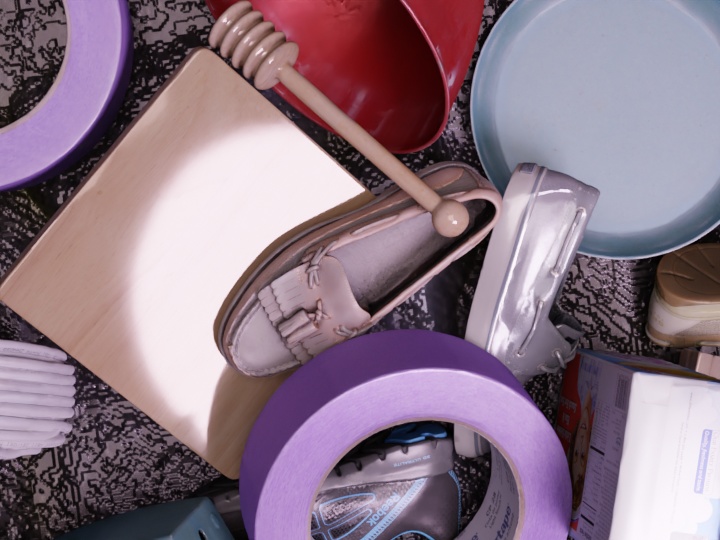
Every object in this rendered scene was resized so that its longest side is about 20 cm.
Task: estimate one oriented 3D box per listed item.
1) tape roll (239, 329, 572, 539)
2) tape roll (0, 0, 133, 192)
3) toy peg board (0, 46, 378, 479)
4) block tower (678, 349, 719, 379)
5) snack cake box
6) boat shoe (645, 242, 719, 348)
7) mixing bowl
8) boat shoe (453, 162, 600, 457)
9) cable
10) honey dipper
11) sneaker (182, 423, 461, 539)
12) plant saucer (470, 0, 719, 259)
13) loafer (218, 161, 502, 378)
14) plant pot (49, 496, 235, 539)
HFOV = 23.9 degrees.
[{"bbox_3d":[0.027,0.140,1.057,0.199,0.066,0.201,-5,111,-12],"label":"tape roll"},{"bbox_3d":[-0.248,-0.150,1.093,0.199,0.085,0.201,0,91,-2],"label":"tape roll"},{"bbox_3d":[-0.099,-0.010,1.111,0.199,0.098,0.200,40,89,-18],"label":"toy peg board"},{"bbox_3d":[0.304,0.096,1.130,0.199,0.054,0.058,13,88,-9],"label":"block tower"},{"bbox_3d":[0.169,0.114,1.059,0.067,0.200,0.115,8,91,-5],"label":"snack cake box"},{"bbox_3d":[0.292,0.023,1.136,0.200,0.073,0.063,-2,135,-6],"label":"boat shoe"},{"bbox_3d":[0.003,-0.183,1.065,0.200,0.200,0.108,41,67,-3],"label":"mixing bowl"},{"bbox_3d":[0.109,0.033,1.101,0.071,0.070,0.201,15,106,11],"label":"boat shoe"},{"bbox_3d":[-0.275,0.075,1.042,0.199,0.200,0.070,2,86,20],"label":"cable"},{"bbox_3d":[-0.012,-0.088,1.040,0.200,0.038,0.038,44,89,13],"label":"honey dipper"},{"bbox_3d":[-0.030,0.162,1.117,0.199,0.073,0.082,-13,97,0],"label":"sneaker"},{"bbox_3d":[0.172,-0.107,1.135,0.199,0.027,0.201,0,88,1],"label":"plant saucer"},{"bbox_3d":[0.000,0.000,1.055,0.200,0.063,0.072,-35,108,-6],"label":"loafer"},{"bbox_3d":[-0.165,0.232,1.055,0.200,0.141,0.142,-31,92,13],"label":"plant pot"}]
